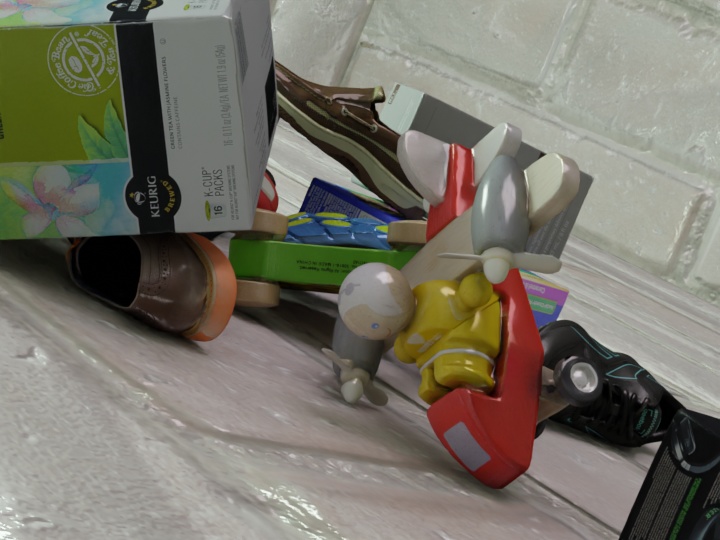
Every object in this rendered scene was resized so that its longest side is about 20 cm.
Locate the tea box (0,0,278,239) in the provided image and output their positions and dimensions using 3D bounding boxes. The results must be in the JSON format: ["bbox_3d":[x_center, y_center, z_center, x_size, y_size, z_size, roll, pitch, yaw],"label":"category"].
[{"bbox_3d":[-0.158,-0.116,1.068,0.195,0.135,0.200,-4,23,3],"label":"tea box"}]

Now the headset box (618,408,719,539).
[{"bbox_3d":[0.262,0.168,0.904,0.173,0.093,0.200,20,9,-22],"label":"headset box"}]

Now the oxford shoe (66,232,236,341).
[{"bbox_3d":[-0.153,-0.021,1.079,0.073,0.072,0.200,11,14,-39],"label":"oxford shoe"}]

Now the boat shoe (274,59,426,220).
[{"bbox_3d":[-0.006,-0.133,1.514,0.202,0.075,0.075,38,8,-6],"label":"boat shoe"}]

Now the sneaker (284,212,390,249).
[{"bbox_3d":[0.000,0.000,1.395,0.198,0.083,0.071,6,17,-8],"label":"sneaker"}]

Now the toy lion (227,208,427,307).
[{"bbox_3d":[-0.007,0.001,1.253,0.198,0.069,0.191,5,-4,21],"label":"toy lion"}]

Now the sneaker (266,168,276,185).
[{"bbox_3d":[-0.141,-0.136,1.326,0.199,0.105,0.060,26,-21,-5],"label":"sneaker"}]

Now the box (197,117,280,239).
[{"bbox_3d":[-0.188,-0.119,1.466,0.195,0.125,0.200,25,7,1],"label":"box"}]

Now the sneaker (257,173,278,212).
[{"bbox_3d":[-0.156,-0.050,1.237,0.199,0.116,0.078,25,-39,-18],"label":"sneaker"}]

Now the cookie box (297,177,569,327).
[{"bbox_3d":[0.060,-0.001,1.556,0.199,0.076,0.171,29,8,35],"label":"cookie box"}]

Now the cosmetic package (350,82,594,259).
[{"bbox_3d":[0.104,-0.086,1.617,0.199,0.108,0.090,22,4,-25],"label":"cosmetic package"}]

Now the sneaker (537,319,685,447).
[{"bbox_3d":[0.182,0.089,1.300,0.079,0.076,0.199,31,11,37],"label":"sneaker"}]

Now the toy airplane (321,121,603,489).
[{"bbox_3d":[0.048,0.004,1.025,0.140,0.202,0.199,-1,21,-31],"label":"toy airplane"}]
